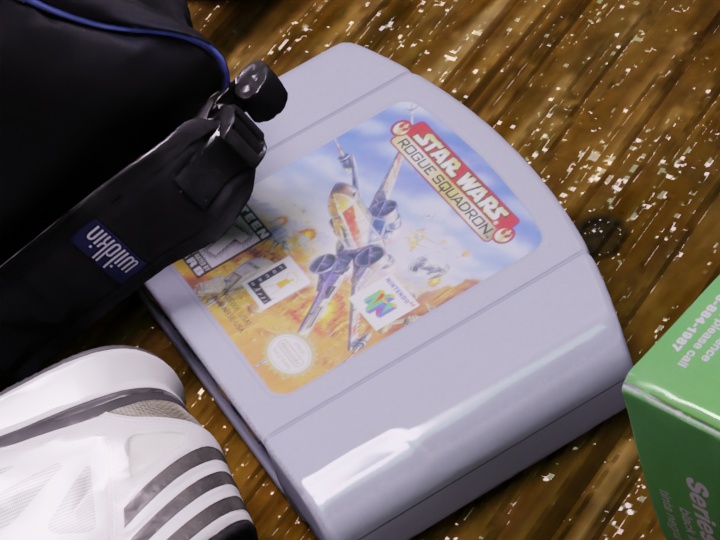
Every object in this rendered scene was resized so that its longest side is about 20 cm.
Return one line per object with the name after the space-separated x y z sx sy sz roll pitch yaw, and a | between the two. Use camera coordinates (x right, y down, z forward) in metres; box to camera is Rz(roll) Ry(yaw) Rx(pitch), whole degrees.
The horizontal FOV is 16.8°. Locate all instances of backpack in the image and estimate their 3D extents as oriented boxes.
-0.163 -0.046 0.810 0.191 0.200 0.154 -54 40 22 | backpack

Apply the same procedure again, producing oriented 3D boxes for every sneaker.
-0.124 0.106 0.741 0.200 0.076 0.115 -28 44 -13 | sneaker

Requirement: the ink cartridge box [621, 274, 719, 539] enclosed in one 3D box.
0.199 0.048 0.684 0.200 0.084 0.146 28 61 36 | ink cartridge box

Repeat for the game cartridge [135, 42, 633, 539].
0.000 0.000 0.831 0.133 0.042 0.200 -33 46 -8 | game cartridge
